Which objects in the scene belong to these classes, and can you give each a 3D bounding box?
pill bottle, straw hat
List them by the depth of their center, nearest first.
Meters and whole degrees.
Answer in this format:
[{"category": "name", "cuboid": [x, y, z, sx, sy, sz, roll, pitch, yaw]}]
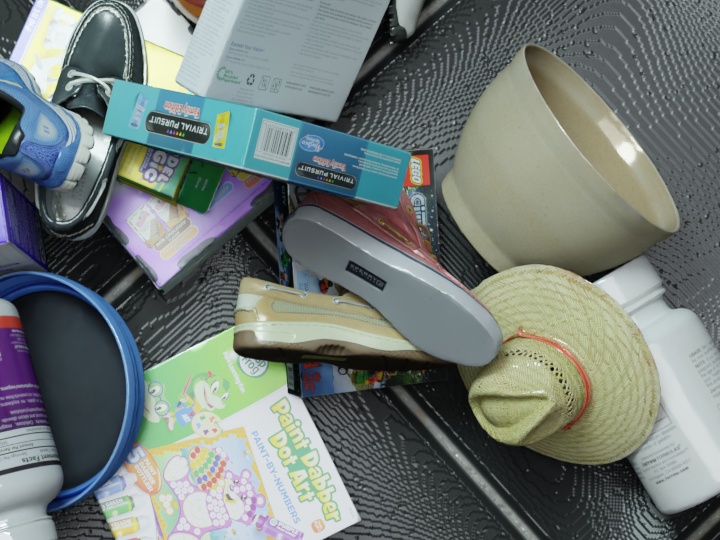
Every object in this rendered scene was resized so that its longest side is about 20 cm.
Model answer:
[{"category": "pill bottle", "cuboid": [-0.305, 0.130, 1.420, 0.112, 0.112, 0.201, -16, 81, -4]}, {"category": "straw hat", "cuboid": [0.138, 0.099, 1.456, 0.201, 0.201, 0.085, 50, 46, 4]}, {"category": "pill bottle", "cuboid": [0.253, 0.094, 1.507, 0.114, 0.114, 0.201, -30, 85, -5]}]

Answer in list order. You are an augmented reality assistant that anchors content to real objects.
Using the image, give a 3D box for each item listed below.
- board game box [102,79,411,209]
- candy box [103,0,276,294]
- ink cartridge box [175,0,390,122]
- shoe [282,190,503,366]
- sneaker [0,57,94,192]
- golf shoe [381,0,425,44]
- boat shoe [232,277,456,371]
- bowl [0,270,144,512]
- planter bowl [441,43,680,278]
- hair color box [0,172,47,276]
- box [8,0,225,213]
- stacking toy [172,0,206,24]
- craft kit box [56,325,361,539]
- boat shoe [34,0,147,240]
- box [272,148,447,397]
[{"category": "board game box", "cuboid": [-0.083, -0.098, 1.370, 0.150, 0.200, 0.047, 13, 92, -39]}, {"category": "candy box", "cuboid": [-0.172, -0.110, 1.538, 0.168, 0.072, 0.200, -40, 87, -6]}, {"category": "ink cartridge box", "cuboid": [-0.045, -0.225, 1.449, 0.041, 0.199, 0.201, 33, 105, 29]}, {"category": "shoe", "cuboid": [0.039, -0.009, 1.433, 0.200, 0.072, 0.091, 32, 46, 2]}, {"category": "sneaker", "cuboid": [-0.292, -0.128, 1.388, 0.200, 0.089, 0.079, 28, 96, 43]}, {"category": "golf shoe", "cuboid": [0.071, -0.293, 1.566, 0.094, 0.078, 0.201, 12, 84, -1]}, {"category": "boat shoe", "cuboid": [-0.006, 0.038, 1.455, 0.199, 0.072, 0.077, 8, 73, -25]}, {"category": "bowl", "cuboid": [-0.268, 0.101, 1.486, 0.200, 0.039, 0.202, -1, 88, 25]}, {"category": "planter bowl", "cuboid": [0.155, -0.072, 1.500, 0.135, 0.200, 0.201, -39, 86, 22]}, {"category": "hair color box", "cuboid": [-0.328, -0.029, 1.457, 0.109, 0.200, 0.065, -10, 82, -3]}, {"category": "box", "cuboid": [-0.198, -0.135, 1.480, 0.199, 0.048, 0.118, 23, 84, -1]}, {"category": "stacking toy", "cuboid": [-0.125, -0.270, 1.425, 0.145, 0.200, 0.147, 1, 92, 15]}, {"category": "craft kit box", "cuboid": [-0.129, 0.169, 1.521, 0.197, 0.049, 0.201, -27, 85, -8]}, {"category": "boat shoe", "cuboid": [-0.216, -0.124, 1.426, 0.075, 0.060, 0.201, 6, 85, 1]}, {"category": "box", "cuboid": [0.000, 0.000, 1.509, 0.136, 0.038, 0.201, -6, 94, -21]}]
